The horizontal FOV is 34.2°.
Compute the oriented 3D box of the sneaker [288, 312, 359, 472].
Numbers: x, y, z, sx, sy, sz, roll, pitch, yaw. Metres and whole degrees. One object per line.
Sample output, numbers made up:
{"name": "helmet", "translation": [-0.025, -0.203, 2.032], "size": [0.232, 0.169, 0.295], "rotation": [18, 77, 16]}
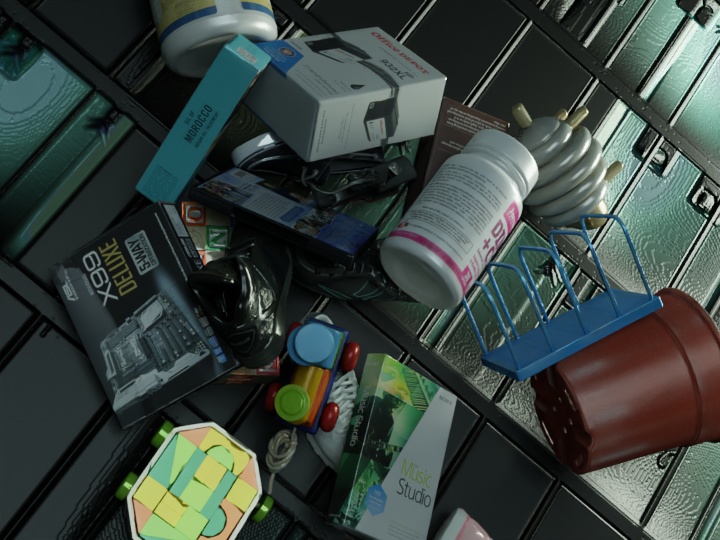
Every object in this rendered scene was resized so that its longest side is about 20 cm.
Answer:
{"name": "sneaker", "translation": [-0.030, 0.148, 1.365], "size": [0.076, 0.080, 0.203], "rotation": [-21, 84, -24]}

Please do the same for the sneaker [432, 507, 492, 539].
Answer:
{"name": "sneaker", "translation": [0.100, 0.383, 1.346], "size": [0.104, 0.075, 0.201], "rotation": [38, 63, 0]}

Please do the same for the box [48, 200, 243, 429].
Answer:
{"name": "box", "translation": [-0.234, 0.049, 1.295], "size": [0.156, 0.050, 0.202], "rotation": [-28, 85, 14]}

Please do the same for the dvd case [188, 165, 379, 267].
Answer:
{"name": "dvd case", "translation": [-0.084, -0.064, 1.335], "size": [0.197, 0.143, 0.018], "rotation": [24, 109, 6]}

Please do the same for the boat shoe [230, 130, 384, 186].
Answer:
{"name": "boat shoe", "translation": [-0.060, -0.137, 1.441], "size": [0.197, 0.072, 0.069], "rotation": [-11, 77, -28]}

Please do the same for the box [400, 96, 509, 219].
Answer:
{"name": "box", "translation": [0.117, -0.105, 1.489], "size": [0.099, 0.075, 0.203], "rotation": [20, 68, -13]}

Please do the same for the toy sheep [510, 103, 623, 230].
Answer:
{"name": "toy sheep", "translation": [0.255, -0.134, 1.511], "size": [0.138, 0.137, 0.201], "rotation": [-45, 104, -24]}

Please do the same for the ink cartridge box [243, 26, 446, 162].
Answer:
{"name": "ink cartridge box", "translation": [-0.019, -0.217, 1.410], "size": [0.198, 0.085, 0.145], "rotation": [-16, 44, -36]}

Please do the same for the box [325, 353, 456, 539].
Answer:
{"name": "box", "translation": [0.040, 0.216, 1.359], "size": [0.144, 0.036, 0.203], "rotation": [32, 63, -41]}

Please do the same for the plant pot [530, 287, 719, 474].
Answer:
{"name": "plant pot", "translation": [0.325, 0.147, 1.436], "size": [0.192, 0.201, 0.204], "rotation": [-18, 81, -14]}

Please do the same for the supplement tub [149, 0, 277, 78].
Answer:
{"name": "supplement tub", "translation": [-0.188, -0.351, 1.412], "size": [0.142, 0.145, 0.203], "rotation": [-10, 79, -21]}

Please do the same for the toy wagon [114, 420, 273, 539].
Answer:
{"name": "toy wagon", "translation": [-0.195, 0.270, 1.296], "size": [0.154, 0.040, 0.201], "rotation": [36, 67, -6]}

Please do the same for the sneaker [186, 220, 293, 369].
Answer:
{"name": "sneaker", "translation": [-0.129, -0.004, 1.266], "size": [0.115, 0.075, 0.202], "rotation": [54, 27, -43]}

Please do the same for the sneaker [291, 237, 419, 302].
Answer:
{"name": "sneaker", "translation": [0.000, 0.000, 1.419], "size": [0.197, 0.079, 0.077], "rotation": [14, 65, -21]}

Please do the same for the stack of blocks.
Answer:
{"name": "stack of blocks", "translation": [-0.157, 0.027, 1.365], "size": [0.113, 0.059, 0.204], "rotation": [2, 75, -18]}

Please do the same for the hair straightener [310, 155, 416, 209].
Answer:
{"name": "hair straightener", "translation": [0.010, -0.113, 1.404], "size": [0.199, 0.077, 0.041], "rotation": [-14, 71, -53]}

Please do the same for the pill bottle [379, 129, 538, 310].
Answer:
{"name": "pill bottle", "translation": [0.120, -0.063, 1.378], "size": [0.113, 0.113, 0.201], "rotation": [39, 67, -5]}

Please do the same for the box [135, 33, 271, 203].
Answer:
{"name": "box", "translation": [-0.179, -0.169, 1.339], "size": [0.049, 0.082, 0.201], "rotation": [34, 110, -7]}

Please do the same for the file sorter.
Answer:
{"name": "file sorter", "translation": [0.232, 0.027, 1.420], "size": [0.198, 0.139, 0.124], "rotation": [-26, 98, -10]}

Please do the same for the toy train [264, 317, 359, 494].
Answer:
{"name": "toy train", "translation": [-0.069, 0.151, 1.269], "size": [0.083, 0.116, 0.203], "rotation": [18, 85, 6]}
